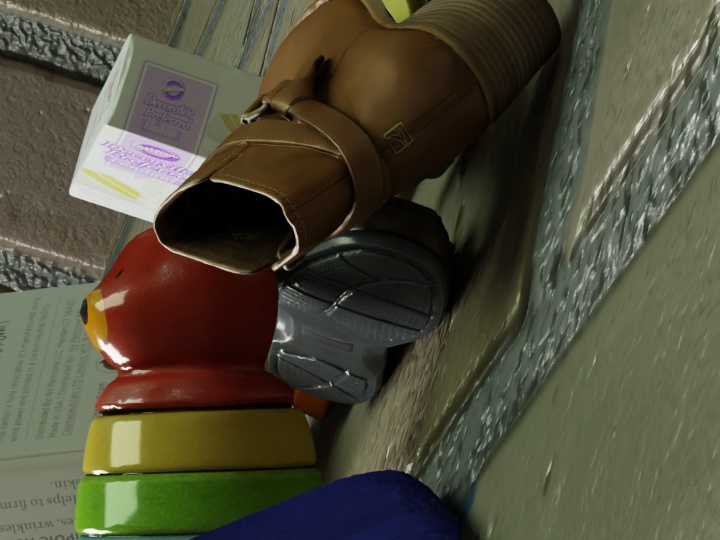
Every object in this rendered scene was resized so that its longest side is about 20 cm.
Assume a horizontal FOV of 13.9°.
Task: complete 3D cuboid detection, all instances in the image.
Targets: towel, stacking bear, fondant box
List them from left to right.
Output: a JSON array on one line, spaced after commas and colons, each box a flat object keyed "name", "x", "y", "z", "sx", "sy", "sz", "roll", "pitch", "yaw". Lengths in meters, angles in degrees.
[{"name": "stacking bear", "x": -0.071, "y": 0.079, "z": 1.222, "sx": 0.121, "sy": 0.113, "sz": 0.201, "roll": 168, "pitch": 100, "yaw": -76}, {"name": "fondant box", "x": -0.083, "y": -0.065, "z": 1.689, "sx": 0.200, "sy": 0.144, "sz": 0.058, "roll": 137, "pitch": 150, "yaw": -74}, {"name": "towel", "x": -0.028, "y": 0.128, "z": 1.032, "sx": 0.200, "sy": 0.147, "sz": 0.050, "roll": -132, "pitch": 22, "yaw": -81}]

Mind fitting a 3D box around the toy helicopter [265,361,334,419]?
[{"name": "toy helicopter", "x": -0.031, "y": 0.020, "z": 1.501, "sx": 0.133, "sy": 0.079, "sz": 0.200, "roll": 104, "pitch": -172, "yaw": -48}]

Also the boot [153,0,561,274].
[{"name": "boot", "x": -0.023, "y": -0.047, "z": 1.192, "sx": 0.155, "sy": 0.077, "sz": 0.200, "roll": -41, "pitch": 20, "yaw": -29}]

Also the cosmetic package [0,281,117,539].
[{"name": "cosmetic package", "x": -0.157, "y": 0.134, "z": 1.463, "sx": 0.165, "sy": 0.164, "sz": 0.201, "roll": -87, "pitch": -11, "yaw": -60}]

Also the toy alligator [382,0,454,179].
[{"name": "toy alligator", "x": 0.042, "y": -0.109, "z": 1.288, "sx": 0.054, "sy": 0.059, "sz": 0.201, "roll": 37, "pitch": 116, "yaw": 36}]

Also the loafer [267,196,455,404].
[{"name": "loafer", "x": 0.000, "y": 0.000, "z": 1.275, "sx": 0.200, "sy": 0.072, "sz": 0.063, "roll": 120, "pitch": 170, "yaw": -68}]
